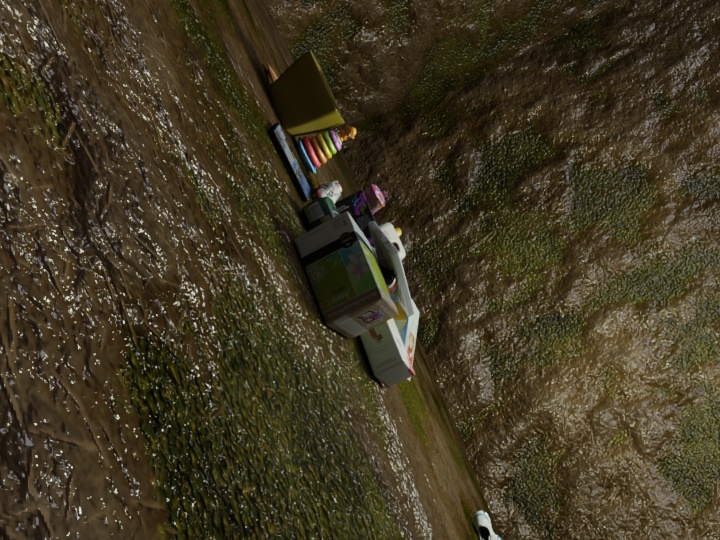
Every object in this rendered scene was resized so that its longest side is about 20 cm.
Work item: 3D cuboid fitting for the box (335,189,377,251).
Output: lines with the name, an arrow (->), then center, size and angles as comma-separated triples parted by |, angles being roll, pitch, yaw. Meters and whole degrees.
box -> -0.021, -0.133, 1.888 | 0.036, 0.140, 0.204 | 54, 13, -65

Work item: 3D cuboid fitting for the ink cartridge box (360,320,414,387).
ink cartridge box -> 0.053, 0.171, 1.549 | 0.145, 0.082, 0.204 | 52, 15, -62

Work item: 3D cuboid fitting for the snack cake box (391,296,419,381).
snack cake box -> 0.109, 0.190, 1.695 | 0.115, 0.065, 0.205 | 56, 41, -63

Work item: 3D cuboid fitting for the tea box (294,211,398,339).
tea box -> -0.025, 0.018, 1.312 | 0.201, 0.131, 0.200 | 66, 6, 19

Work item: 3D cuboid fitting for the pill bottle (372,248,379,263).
pill bottle -> 0.000, 0.000, 1.691 | 0.114, 0.112, 0.204 | 46, 20, -71

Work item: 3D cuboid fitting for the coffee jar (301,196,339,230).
coffee jar -> -0.068, -0.070, 1.495 | 0.104, 0.084, 0.204 | 44, 22, -79

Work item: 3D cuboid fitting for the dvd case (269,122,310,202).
dvd case -> -0.186, -0.290, 1.642 | 0.143, 0.017, 0.204 | -96, 161, -70

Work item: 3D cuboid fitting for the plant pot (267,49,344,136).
plant pot -> -0.176, -0.532, 1.928 | 0.200, 0.173, 0.204 | -30, 95, -84

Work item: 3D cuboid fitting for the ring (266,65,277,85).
ring -> -0.272, -0.599, 2.102 | 0.201, 0.019, 0.204 | -89, 154, -78

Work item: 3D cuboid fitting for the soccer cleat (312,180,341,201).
soccer cleat -> -0.096, -0.231, 1.882 | 0.070, 0.084, 0.201 | 62, 7, -18

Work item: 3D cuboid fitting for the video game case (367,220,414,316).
video game case -> 0.080, -0.006, 1.620 | 0.183, 0.022, 0.204 | -124, -166, -55

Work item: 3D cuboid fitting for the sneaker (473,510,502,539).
sneaker -> 0.457, 0.963, 2.182 | 0.203, 0.074, 0.087 | 58, 15, -4

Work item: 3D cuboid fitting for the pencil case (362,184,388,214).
pencil case -> -0.006, -0.196, 1.996 | 0.087, 0.198, 0.088 | 44, 23, -25

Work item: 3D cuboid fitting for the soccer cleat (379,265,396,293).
soccer cleat -> 0.003, 0.006, 1.583 | 0.196, 0.069, 0.074 | 23, -24, 20

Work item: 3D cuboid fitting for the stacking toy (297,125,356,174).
stacking toy -> -0.102, -0.414, 2.002 | 0.118, 0.196, 0.110 | 60, 7, -23

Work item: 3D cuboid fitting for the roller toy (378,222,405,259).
roller toy -> 0.044, -0.068, 1.981 | 0.142, 0.196, 0.182 | 63, 12, -1
